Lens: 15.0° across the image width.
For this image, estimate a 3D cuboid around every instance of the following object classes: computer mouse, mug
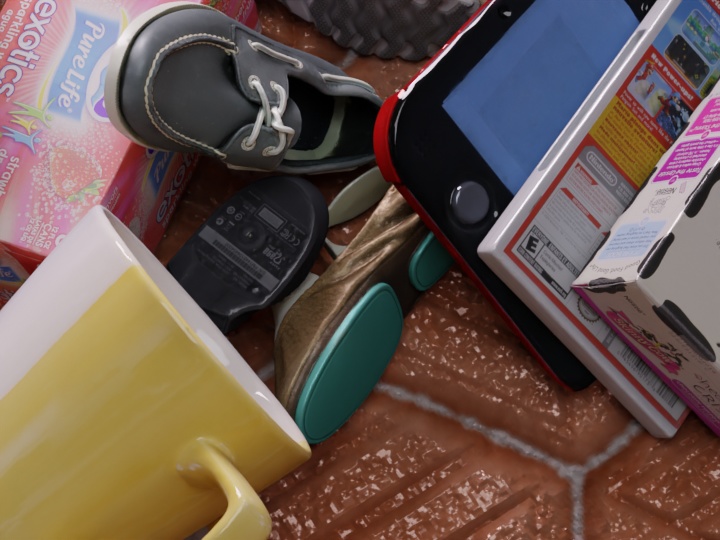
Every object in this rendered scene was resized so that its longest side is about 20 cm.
[{"bbox_3d":[-0.089,0.032,1.329,0.059,0.034,0.200,40,78,24],"label":"computer mouse"},{"bbox_3d":[-0.125,0.077,1.212,0.153,0.187,0.149,-40,98,0],"label":"mug"}]

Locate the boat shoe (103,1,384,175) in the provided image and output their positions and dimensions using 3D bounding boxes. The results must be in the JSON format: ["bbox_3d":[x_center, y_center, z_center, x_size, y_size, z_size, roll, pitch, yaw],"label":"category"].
[{"bbox_3d":[-0.050,-0.083,1.319,0.062,0.200,0.073,16,93,29],"label":"boat shoe"}]

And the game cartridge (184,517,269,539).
[{"bbox_3d":[-0.130,0.153,1.303,0.176,0.032,0.200,-28,73,-14],"label":"game cartridge"}]

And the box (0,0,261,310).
[{"bbox_3d":[-0.134,-0.079,1.352,0.095,0.103,0.200,18,66,15],"label":"box"}]

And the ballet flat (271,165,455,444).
[{"bbox_3d":[0.000,0.000,1.363,0.072,0.068,0.200,25,67,28],"label":"ballet flat"}]

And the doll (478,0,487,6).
[{"bbox_3d":[0.116,-0.139,1.420,0.136,0.048,0.200,12,72,-31],"label":"doll"}]

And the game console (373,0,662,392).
[{"bbox_3d":[0.114,-0.067,1.366,0.200,0.031,0.177,-47,105,-22],"label":"game console"}]

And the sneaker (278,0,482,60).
[{"bbox_3d":[-0.017,-0.175,1.422,0.200,0.075,0.082,21,61,0],"label":"sneaker"}]

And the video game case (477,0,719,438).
[{"bbox_3d":[0.160,-0.037,1.369,0.143,0.017,0.200,45,68,-21],"label":"video game case"}]

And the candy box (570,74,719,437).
[{"bbox_3d":[0.214,-0.024,1.354,0.136,0.061,0.200,45,68,-19],"label":"candy box"}]

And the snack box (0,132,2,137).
[{"bbox_3d":[-0.272,-0.101,1.285,0.053,0.200,0.142,-51,120,-21],"label":"snack box"}]
